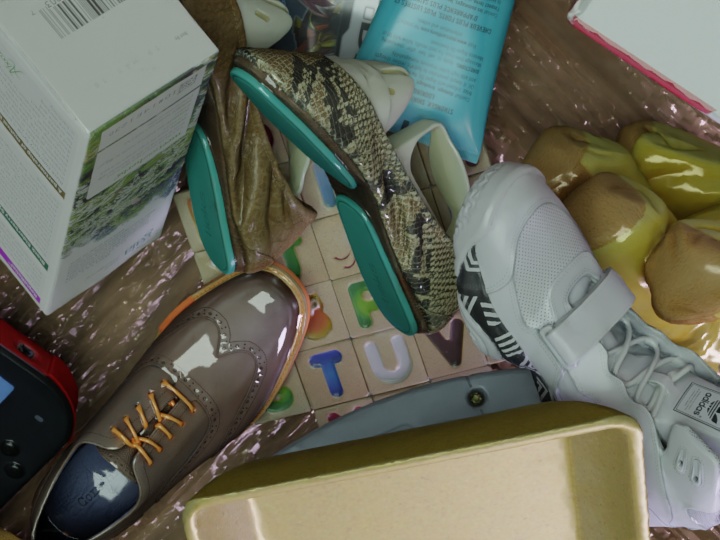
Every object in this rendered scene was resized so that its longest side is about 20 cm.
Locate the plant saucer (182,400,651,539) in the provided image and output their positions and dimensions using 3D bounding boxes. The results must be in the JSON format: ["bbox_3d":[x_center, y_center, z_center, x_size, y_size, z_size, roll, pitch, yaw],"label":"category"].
[{"bbox_3d":[0.031,0.136,1.147,0.199,0.049,0.201,-11,132,0],"label":"plant saucer"}]

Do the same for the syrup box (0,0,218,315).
[{"bbox_3d":[-0.134,-0.066,1.216,0.079,0.200,0.082,-35,78,-25],"label":"syrup box"}]

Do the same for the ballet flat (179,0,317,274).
[{"bbox_3d":[-0.061,-0.090,1.238,0.072,0.068,0.201,-28,124,-18],"label":"ballet flat"}]

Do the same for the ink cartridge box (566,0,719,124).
[{"bbox_3d":[0.177,-0.113,1.185,0.145,0.200,0.084,32,99,1],"label":"ink cartridge box"}]

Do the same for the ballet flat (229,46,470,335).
[{"bbox_3d":[0.008,-0.054,1.231,0.075,0.068,0.200,-42,129,-11],"label":"ballet flat"}]

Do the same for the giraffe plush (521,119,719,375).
[{"bbox_3d":[0.162,0.033,1.255,0.199,0.173,0.163,5,116,-28],"label":"giraffe plush"}]

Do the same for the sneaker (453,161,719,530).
[{"bbox_3d":[0.121,0.038,1.129,0.114,0.075,0.201,4,129,42],"label":"sneaker"}]

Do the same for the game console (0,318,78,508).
[{"bbox_3d":[-0.262,0.062,1.315,0.200,0.031,0.177,37,121,-15],"label":"game console"}]

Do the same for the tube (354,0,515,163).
[{"bbox_3d":[0.053,-0.160,1.253,0.077,0.050,0.201,19,94,3],"label":"tube"}]

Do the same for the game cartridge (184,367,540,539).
[{"bbox_3d":[0.023,0.131,1.239,0.199,0.042,0.134,-23,75,-3],"label":"game cartridge"}]

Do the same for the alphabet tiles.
[{"bbox_3d":[0.000,0.000,1.309,0.165,0.006,0.201,-14,106,15],"label":"alphabet tiles"}]

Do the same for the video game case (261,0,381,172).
[{"bbox_3d":[-0.069,-0.155,1.298,0.199,0.026,0.182,13,102,5],"label":"video game case"}]

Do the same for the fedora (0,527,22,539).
[{"bbox_3d":[-0.196,0.193,1.327,0.200,0.201,0.082,36,60,0],"label":"fedora"}]

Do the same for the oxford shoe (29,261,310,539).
[{"bbox_3d":[-0.098,0.078,1.312,0.071,0.073,0.200,40,109,-2],"label":"oxford shoe"}]
